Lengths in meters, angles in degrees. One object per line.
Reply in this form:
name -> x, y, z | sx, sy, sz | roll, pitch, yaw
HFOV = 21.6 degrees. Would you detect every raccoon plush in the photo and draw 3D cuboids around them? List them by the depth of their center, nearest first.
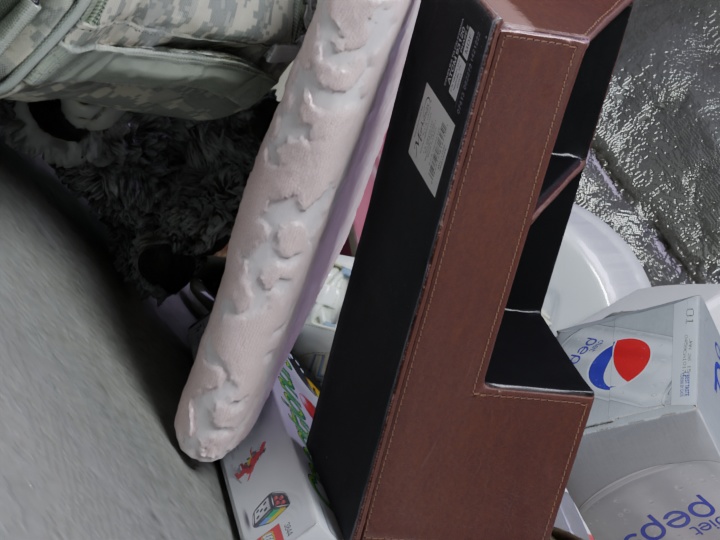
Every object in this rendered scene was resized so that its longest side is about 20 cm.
raccoon plush -> -0.115, -0.057, 0.810 | 0.134, 0.097, 0.200 | 40, -21, -10

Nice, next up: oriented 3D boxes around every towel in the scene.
towel -> -0.011, -0.052, 0.723 | 0.032, 0.200, 0.191 | 21, 30, 2

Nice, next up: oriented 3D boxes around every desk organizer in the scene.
desk organizer -> 0.046, -0.001, 0.661 | 0.077, 0.200, 0.072 | 6, 25, -18

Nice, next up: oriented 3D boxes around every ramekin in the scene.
ramekin -> 0.089, 0.045, 1.227 | 0.201, 0.200, 0.098 | 55, 12, 11

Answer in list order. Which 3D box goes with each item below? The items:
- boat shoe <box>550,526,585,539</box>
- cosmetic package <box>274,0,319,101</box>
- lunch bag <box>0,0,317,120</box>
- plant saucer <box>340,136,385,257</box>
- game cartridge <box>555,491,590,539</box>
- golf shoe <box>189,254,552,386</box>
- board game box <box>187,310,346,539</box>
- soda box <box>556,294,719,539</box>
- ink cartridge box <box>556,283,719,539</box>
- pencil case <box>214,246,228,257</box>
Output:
boat shoe -> 0.072, 0.126, 0.766 | 0.073, 0.063, 0.200 | 60, 14, 27
cosmetic package -> -0.050, -0.135, 1.087 | 0.073, 0.200, 0.104 | -13, 59, -40
lunch bag -> -0.109, -0.126, 0.626 | 0.168, 0.139, 0.200 | 53, 16, 8
plant saucer -> 0.000, 0.000, 1.048 | 0.200, 0.051, 0.201 | 173, -90, -73
game cartridge -> 0.096, 0.190, 0.875 | 0.130, 0.038, 0.200 | 25, 37, -55
golf shoe -> -0.005, 0.027, 0.858 | 0.097, 0.078, 0.200 | 34, -22, -33
board game box -> -0.011, 0.101, 0.772 | 0.126, 0.035, 0.200 | 51, 6, -26
soda box -> 0.141, 0.109, 0.762 | 0.200, 0.063, 0.068 | 60, 26, -31
ink cartridge box -> 0.150, 0.109, 1.094 | 0.083, 0.200, 0.147 | -3, -73, 48
pencil case -> -0.094, -0.085, 1.030 | 0.200, 0.078, 0.089 | 57, -10, 27
